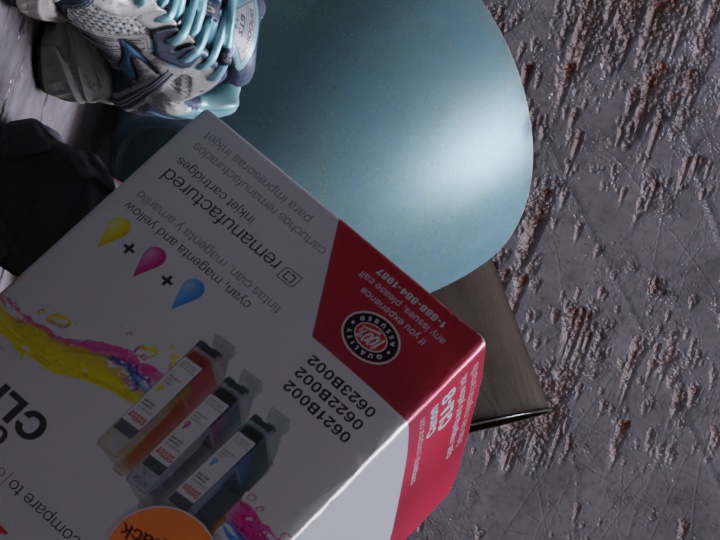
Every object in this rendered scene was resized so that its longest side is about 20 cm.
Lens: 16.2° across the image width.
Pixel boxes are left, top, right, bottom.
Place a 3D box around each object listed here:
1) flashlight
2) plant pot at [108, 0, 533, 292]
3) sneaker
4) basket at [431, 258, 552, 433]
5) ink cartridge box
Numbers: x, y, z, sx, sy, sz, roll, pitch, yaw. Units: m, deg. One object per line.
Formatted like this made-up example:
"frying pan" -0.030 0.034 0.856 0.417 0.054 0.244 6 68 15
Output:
"flashlight" -0.114 -0.011 1.040 0.068 0.068 0.200 -58 176 0
"plant pot" -0.039 -0.056 1.176 0.135 0.200 0.201 -35 152 -39
"sneaker" -0.076 -0.109 0.950 0.200 0.086 0.078 91 17 -78
"basket" 0.000 0.000 1.403 0.136 0.180 0.201 0 76 -63
"ink cartridge box" -0.076 0.077 0.936 0.200 0.145 0.145 -44 164 -23
